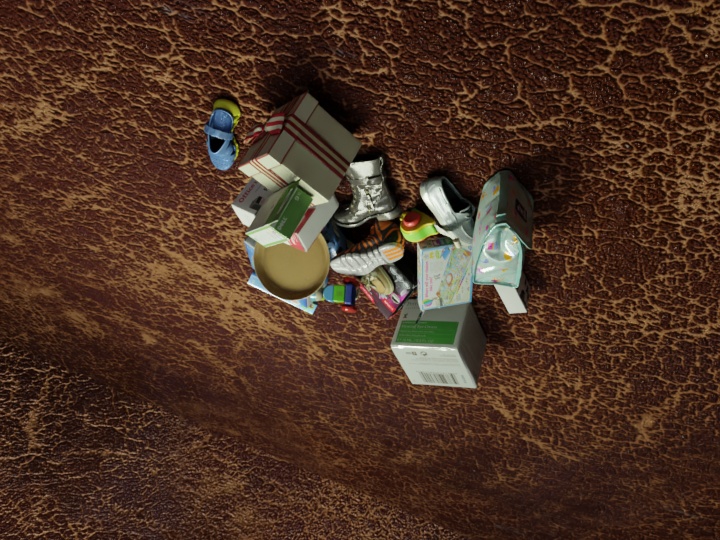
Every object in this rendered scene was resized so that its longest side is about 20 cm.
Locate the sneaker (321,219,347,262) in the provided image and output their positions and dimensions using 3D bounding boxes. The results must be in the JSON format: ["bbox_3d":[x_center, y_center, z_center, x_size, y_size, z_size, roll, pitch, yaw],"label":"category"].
[{"bbox_3d":[-0.093,-0.095,1.592,0.074,0.082,0.200,-7,118,29],"label":"sneaker"}]

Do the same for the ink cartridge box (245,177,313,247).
[{"bbox_3d":[-0.159,-0.114,1.315,0.059,0.104,0.200,35,161,-20],"label":"ink cartridge box"}]

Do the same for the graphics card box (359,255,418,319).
[{"bbox_3d":[0.080,0.033,1.697,0.126,0.051,0.200,50,146,12],"label":"graphics card box"}]

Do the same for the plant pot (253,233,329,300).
[{"bbox_3d":[-0.164,-0.028,1.557,0.200,0.201,0.027,10,-174,16],"label":"plant pot"}]

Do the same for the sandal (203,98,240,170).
[{"bbox_3d":[-0.327,-0.299,1.479,0.079,0.087,0.200,18,147,2],"label":"sandal"}]

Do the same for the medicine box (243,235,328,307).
[{"bbox_3d":[-0.190,-0.022,1.685,0.200,0.103,0.182,36,161,12],"label":"medicine box"}]

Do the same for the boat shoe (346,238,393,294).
[{"bbox_3d":[0.000,0.000,1.665,0.200,0.063,0.073,40,143,17],"label":"boat shoe"}]

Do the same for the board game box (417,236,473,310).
[{"bbox_3d":[0.209,0.006,1.572,0.134,0.034,0.200,-9,131,-5],"label":"board game box"}]

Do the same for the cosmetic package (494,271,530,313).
[{"bbox_3d":[0.355,0.011,1.542,0.051,0.083,0.200,-8,136,31],"label":"cosmetic package"}]

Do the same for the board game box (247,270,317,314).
[{"bbox_3d":[-0.214,0.045,1.834,0.200,0.151,0.037,27,104,-7],"label":"board game box"}]

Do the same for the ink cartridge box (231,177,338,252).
[{"bbox_3d":[-0.176,-0.152,1.492,0.200,0.147,0.083,24,159,25],"label":"ink cartridge box"}]

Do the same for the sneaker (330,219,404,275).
[{"bbox_3d":[0.021,-0.060,1.587,0.200,0.112,0.078,-15,136,22],"label":"sneaker"}]

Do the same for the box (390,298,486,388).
[{"bbox_3d":[0.223,0.201,1.784,0.199,0.172,0.200,-1,139,28],"label":"box"}]

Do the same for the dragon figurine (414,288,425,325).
[{"bbox_3d":[0.176,0.050,1.668,0.099,0.059,0.200,28,121,-24],"label":"dragon figurine"}]

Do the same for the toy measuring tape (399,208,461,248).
[{"bbox_3d":[0.147,-0.084,1.462,0.200,0.074,0.074,42,168,48],"label":"toy measuring tape"}]

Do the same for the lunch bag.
[{"bbox_3d":[0.302,-0.089,1.359,0.122,0.171,0.200,6,141,10],"label":"lunch bag"}]

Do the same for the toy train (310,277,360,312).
[{"bbox_3d":[-0.063,0.064,1.671,0.115,0.085,0.200,4,175,4],"label":"toy train"}]

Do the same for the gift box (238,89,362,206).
[{"bbox_3d":[-0.133,-0.261,1.354,0.187,0.200,0.184,36,156,-26],"label":"gift box"}]

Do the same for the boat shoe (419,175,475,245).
[{"bbox_3d":[0.215,-0.132,1.433,0.071,0.070,0.201,-14,129,45],"label":"boat shoe"}]

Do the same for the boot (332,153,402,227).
[{"bbox_3d":[-0.007,-0.193,1.485,0.200,0.069,0.174,-8,131,29],"label":"boot"}]
